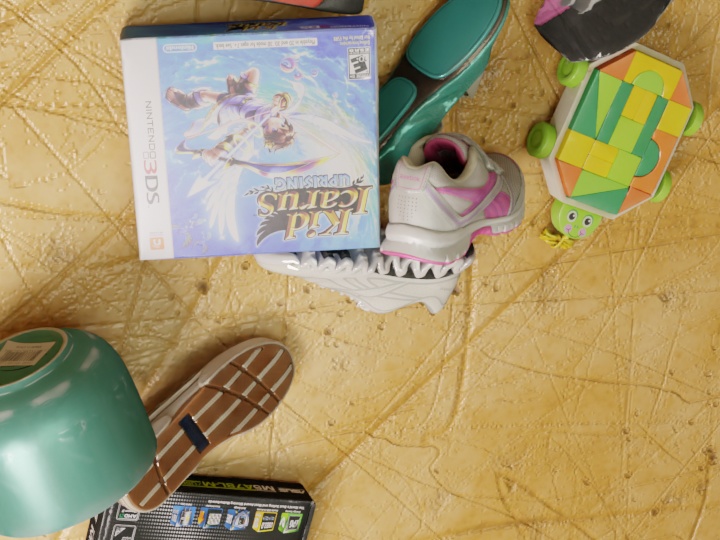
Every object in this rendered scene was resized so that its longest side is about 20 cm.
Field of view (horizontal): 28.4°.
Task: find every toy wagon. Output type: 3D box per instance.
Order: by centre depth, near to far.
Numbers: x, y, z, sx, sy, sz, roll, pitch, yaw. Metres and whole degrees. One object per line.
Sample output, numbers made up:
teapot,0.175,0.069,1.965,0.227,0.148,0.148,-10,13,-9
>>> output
toy wagon,0.226,-0.107,1.298,0.154,0.040,0.202,16,103,-28

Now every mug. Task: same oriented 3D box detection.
mug,-0.263,0.122,1.109,0.184,0.152,0.115,-24,117,-13

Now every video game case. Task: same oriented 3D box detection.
video game case,-0.084,-0.103,1.126,0.198,0.046,0.183,-3,114,-4

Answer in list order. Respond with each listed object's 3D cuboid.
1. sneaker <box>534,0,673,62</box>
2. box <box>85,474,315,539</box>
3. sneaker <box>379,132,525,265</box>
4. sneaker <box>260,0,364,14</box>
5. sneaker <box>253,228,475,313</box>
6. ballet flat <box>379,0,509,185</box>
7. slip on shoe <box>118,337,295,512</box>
sneaker,0.246,-0.249,1.229,0.199,0.086,0.081,-30,92,14
box,-0.156,0.279,1.283,0.198,0.047,0.195,9,104,-26
sneaker,0.085,-0.074,1.182,0.200,0.081,0.089,-35,132,-58
sneaker,-0.082,-0.262,1.084,0.199,0.067,0.109,3,106,-26
sneaker,0.000,0.000,1.227,0.198,0.075,0.082,5,128,-20
ballet flat,0.058,-0.153,1.199,0.200,0.067,0.070,-49,145,1
slip on shoe,-0.142,0.126,1.217,0.200,0.060,0.076,-45,122,-26
